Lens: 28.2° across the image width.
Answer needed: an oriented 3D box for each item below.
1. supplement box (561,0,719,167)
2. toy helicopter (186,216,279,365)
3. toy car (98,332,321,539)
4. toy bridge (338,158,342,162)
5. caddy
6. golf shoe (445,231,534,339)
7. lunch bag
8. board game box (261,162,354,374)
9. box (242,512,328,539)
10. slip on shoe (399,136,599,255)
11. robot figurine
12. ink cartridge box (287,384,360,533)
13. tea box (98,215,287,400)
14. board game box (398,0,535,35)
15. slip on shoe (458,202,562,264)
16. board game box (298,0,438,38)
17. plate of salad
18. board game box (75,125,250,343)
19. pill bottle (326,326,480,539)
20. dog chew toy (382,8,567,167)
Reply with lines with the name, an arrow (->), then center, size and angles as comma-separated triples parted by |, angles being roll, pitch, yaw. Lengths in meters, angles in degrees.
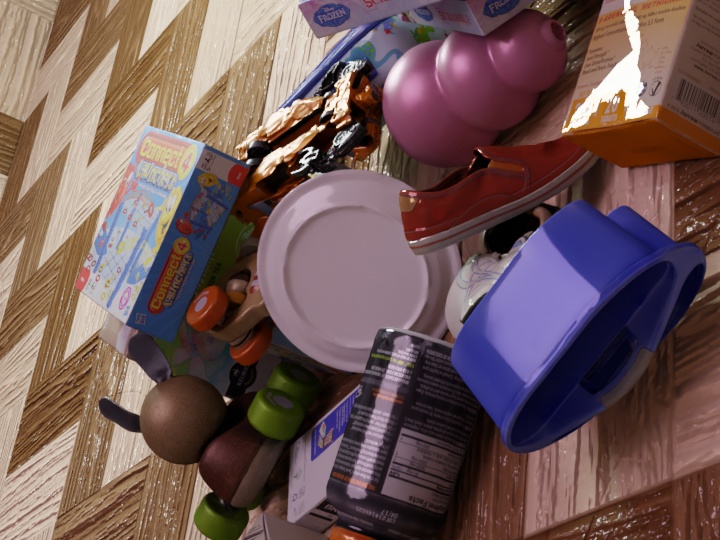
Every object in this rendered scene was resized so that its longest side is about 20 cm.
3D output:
supplement box -> 0.248, -0.190, 1.141 | 0.126, 0.073, 0.201 | -3, 66, 62
toy helicopter -> -0.085, -0.009, 1.438 | 0.200, 0.079, 0.132 | -39, 29, 20
toy car -> -0.171, 0.154, 1.500 | 0.165, 0.200, 0.158 | -62, -1, 18
toy bridge -> 0.009, -0.218, 1.706 | 0.200, 0.027, 0.067 | -55, 26, 24
caddy -> 0.162, 0.045, 1.027 | 0.105, 0.141, 0.200 | 49, 118, 29
golf shoe -> 0.103, 0.032, 1.179 | 0.097, 0.078, 0.200 | -41, -2, -26
lunch bag -> 0.005, -0.203, 1.543 | 0.200, 0.083, 0.161 | -42, -5, 35
board game box -> -0.041, -0.002, 1.526 | 0.103, 0.105, 0.201 | -3, 65, 63
box -> -0.108, 0.338, 1.394 | 0.200, 0.082, 0.068 | -56, 25, 19
slip on shoe -> 0.122, -0.080, 1.212 | 0.200, 0.061, 0.074 | -26, 10, -9
robot figurine -> -0.051, -0.129, 1.443 | 0.200, 0.058, 0.145 | -28, 39, 33
ink cartridge box -> -0.005, 0.169, 1.383 | 0.200, 0.039, 0.100 | -46, 31, 41
tea box -> -0.160, 0.030, 1.629 | 0.134, 0.196, 0.201 | 18, 85, 65
board game box -> 0.145, -0.301, 1.370 | 0.199, 0.041, 0.200 | -36, 23, -10
slip on shoe -> 0.132, -0.029, 1.251 | 0.200, 0.060, 0.076 | 20, 87, 66
board game box -> 0.069, -0.306, 1.349 | 0.199, 0.041, 0.200 | -8, 33, 44
plate of salad -> 0.000, 0.000, 1.362 | 0.200, 0.200, 0.048 | -56, -2, 22
board game box -> -0.211, -0.043, 1.501 | 0.200, 0.056, 0.196 | 22, 88, 62
pill bottle -> 0.034, 0.157, 1.229 | 0.106, 0.106, 0.201 | 5, 75, 64
dog chew toy -> 0.114, -0.179, 1.360 | 0.200, 0.124, 0.125 | -28, 44, 42
